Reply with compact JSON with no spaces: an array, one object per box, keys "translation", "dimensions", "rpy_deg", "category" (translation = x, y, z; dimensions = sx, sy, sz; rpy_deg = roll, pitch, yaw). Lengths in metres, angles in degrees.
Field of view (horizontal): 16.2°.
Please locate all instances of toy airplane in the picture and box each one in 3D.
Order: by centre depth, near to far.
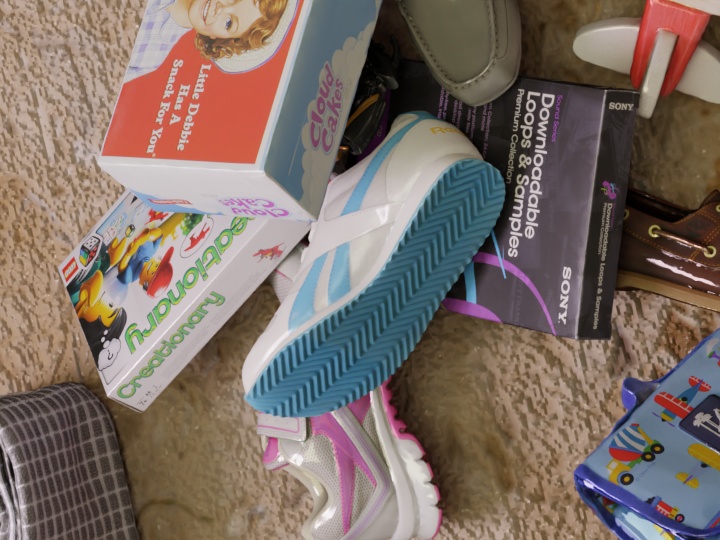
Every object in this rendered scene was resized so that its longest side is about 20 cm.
[{"translation":[0.185,-0.177,1.398],"dimensions":[0.199,0.141,0.200],"rpy_deg":[-26,98,12],"category":"toy airplane"}]

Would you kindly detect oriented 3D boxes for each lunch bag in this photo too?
[{"translation":[0.227,0.121,1.409],"dimensions":[0.200,0.094,0.151],"rpy_deg":[36,62,22],"category":"lunch bag"}]

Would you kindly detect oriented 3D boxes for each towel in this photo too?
[{"translation":[-0.199,0.174,1.565],"dimensions":[0.085,0.166,0.201],"rpy_deg":[-12,90,15],"category":"towel"}]

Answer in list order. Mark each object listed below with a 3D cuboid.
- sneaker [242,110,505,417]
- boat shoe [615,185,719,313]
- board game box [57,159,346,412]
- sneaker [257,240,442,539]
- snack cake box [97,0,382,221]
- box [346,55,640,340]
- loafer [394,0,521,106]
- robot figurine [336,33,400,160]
[{"translation":[0.000,0.000,1.456],"dimensions":[0.200,0.076,0.081],"rpy_deg":[-50,42,11],"category":"sneaker"},{"translation":[0.194,-0.012,1.447],"dimensions":[0.199,0.070,0.071],"rpy_deg":[14,95,20],"category":"boat shoe"},{"translation":[-0.098,-0.026,1.544],"dimensions":[0.200,0.035,0.126],"rpy_deg":[-47,42,18],"category":"board game box"},{"translation":[-0.024,0.080,1.517],"dimensions":[0.088,0.081,0.201],"rpy_deg":[-20,86,-13],"category":"sneaker"},{"translation":[-0.058,-0.132,1.403],"dimensions":[0.115,0.067,0.201],"rpy_deg":[5,70,31],"category":"snack cake box"},{"translation":[0.070,-0.046,1.471],"dimensions":[0.200,0.036,0.144],"rpy_deg":[12,99,43],"category":"box"},{"translation":[0.038,-0.184,1.459],"dimensions":[0.070,0.070,0.201],"rpy_deg":[-33,58,19],"category":"loafer"},{"translation":[-0.048,-0.136,1.488],"dimensions":[0.145,0.058,0.201],"rpy_deg":[-16,51,21],"category":"robot figurine"}]
